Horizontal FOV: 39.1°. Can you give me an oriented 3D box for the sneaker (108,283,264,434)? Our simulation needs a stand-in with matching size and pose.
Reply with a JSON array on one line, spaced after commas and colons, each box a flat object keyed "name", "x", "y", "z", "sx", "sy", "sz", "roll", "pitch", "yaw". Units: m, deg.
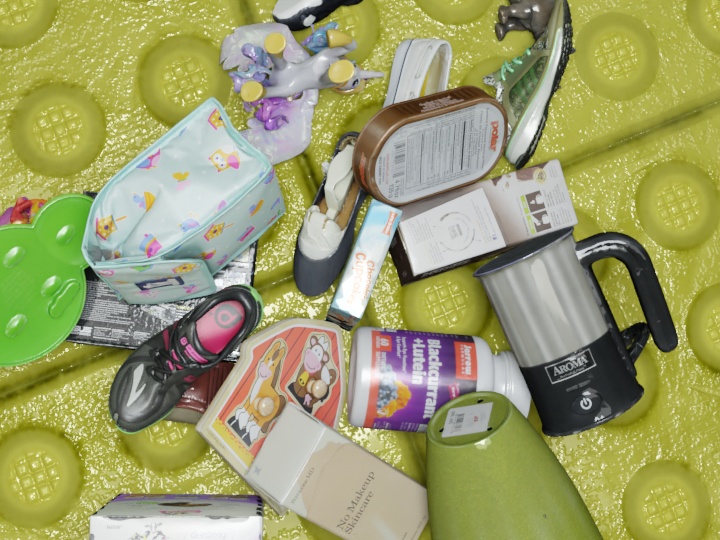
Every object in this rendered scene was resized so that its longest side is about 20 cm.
[{"name": "sneaker", "x": -0.184, "y": 0.083, "z": 1.043, "sx": 0.077, "sy": 0.084, "sz": 0.200, "roll": 44, "pitch": 81, "yaw": 1}]

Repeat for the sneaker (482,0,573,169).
[{"name": "sneaker", "x": 0.187, "y": -0.225, "z": 1.187, "sx": 0.087, "sy": 0.077, "sz": 0.203, "roll": 22, "pitch": 105, "yaw": 13}]

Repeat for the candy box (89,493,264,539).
[{"name": "candy box", "x": -0.183, "y": 0.277, "z": 1.052, "sx": 0.164, "sy": 0.200, "sz": 0.073, "roll": 2, "pitch": 83, "yaw": -5}]

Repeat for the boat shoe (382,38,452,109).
[{"name": "boat shoe", "x": 0.076, "y": -0.173, "z": 1.177, "sx": 0.085, "sy": 0.074, "sz": 0.206, "roll": 2, "pitch": 75, "yaw": 38}]

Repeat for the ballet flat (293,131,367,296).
[{"name": "ballet flat", "x": -0.034, "y": -0.071, "z": 1.168, "sx": 0.072, "sy": 0.073, "sz": 0.203, "roll": 24, "pitch": 82, "yaw": -2}]

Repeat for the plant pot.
[{"name": "plant pot", "x": 0.142, "y": 0.236, "z": 1.059, "sx": 0.185, "sy": 0.187, "sz": 0.203, "roll": -26, "pitch": 113, "yaw": -8}]

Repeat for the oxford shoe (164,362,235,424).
[{"name": "oxford shoe", "x": -0.178, "y": 0.142, "z": 1.140, "sx": 0.197, "sy": 0.075, "sz": 0.072, "roll": 21, "pitch": 61, "yaw": -21}]

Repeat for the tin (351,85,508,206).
[{"name": "tin", "x": 0.082, "y": -0.137, "z": 1.132, "sx": 0.197, "sy": 0.113, "sz": 0.042, "roll": -19, "pitch": 42, "yaw": -27}]

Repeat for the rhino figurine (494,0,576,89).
[{"name": "rhino figurine", "x": 0.204, "y": -0.314, "z": 1.225, "sx": 0.086, "sy": 0.060, "sz": 0.203, "roll": -21, "pitch": 88, "yaw": -5}]

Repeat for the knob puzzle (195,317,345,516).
[{"name": "knob puzzle", "x": -0.070, "y": 0.141, "z": 1.102, "sx": 0.218, "sy": 0.030, "sz": 0.224, "roll": -13, "pitch": 107, "yaw": -48}]

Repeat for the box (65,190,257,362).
[{"name": "box", "x": -0.218, "y": 0.010, "z": 1.134, "sx": 0.196, "sy": 0.086, "sz": 0.167, "roll": 6, "pitch": 83, "yaw": -5}]

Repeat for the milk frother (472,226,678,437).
[{"name": "milk frother", "x": 0.231, "y": 0.050, "z": 1.110, "sx": 0.178, "sy": 0.200, "sz": 0.191, "roll": -24, "pitch": 93, "yaw": -5}]

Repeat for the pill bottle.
[{"name": "pill bottle", "x": 0.087, "y": 0.126, "z": 1.139, "sx": 0.196, "sy": 0.111, "sz": 0.114, "roll": 5, "pitch": 83, "yaw": -5}]

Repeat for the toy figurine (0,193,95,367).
[{"name": "toy figurine", "x": -0.375, "y": -0.025, "z": 1.079, "sx": 0.201, "sy": 0.183, "sz": 0.150, "roll": -50, "pitch": 130, "yaw": -6}]

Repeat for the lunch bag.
[{"name": "lunch bag", "x": -0.179, "y": -0.049, "z": 1.015, "sx": 0.200, "sy": 0.171, "sz": 0.122, "roll": -43, "pitch": 81, "yaw": -9}]

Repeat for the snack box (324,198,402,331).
[{"name": "snack box", "x": 0.000, "y": 0.000, "z": 1.099, "sx": 0.037, "sy": 0.200, "sz": 0.118, "roll": 21, "pitch": 82, "yaw": -1}]

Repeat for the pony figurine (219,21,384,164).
[{"name": "pony figurine", "x": -0.076, "y": -0.212, "z": 1.139, "sx": 0.190, "sy": 0.200, "sz": 0.170, "roll": -11, "pitch": 92, "yaw": 9}]

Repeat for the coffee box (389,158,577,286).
[{"name": "coffee box", "x": 0.132, "y": -0.053, "z": 1.162, "sx": 0.197, "sy": 0.113, "sz": 0.081, "roll": -18, "pitch": 86, "yaw": -8}]

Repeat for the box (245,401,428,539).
[{"name": "box", "x": -0.017, "y": 0.231, "z": 1.084, "sx": 0.199, "sy": 0.077, "sz": 0.096, "roll": 36, "pitch": 81, "yaw": -37}]

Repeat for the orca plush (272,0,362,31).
[{"name": "orca plush", "x": -0.021, "y": -0.356, "z": 1.219, "sx": 0.104, "sy": 0.071, "sz": 0.202, "roll": 17, "pitch": 71, "yaw": 42}]
